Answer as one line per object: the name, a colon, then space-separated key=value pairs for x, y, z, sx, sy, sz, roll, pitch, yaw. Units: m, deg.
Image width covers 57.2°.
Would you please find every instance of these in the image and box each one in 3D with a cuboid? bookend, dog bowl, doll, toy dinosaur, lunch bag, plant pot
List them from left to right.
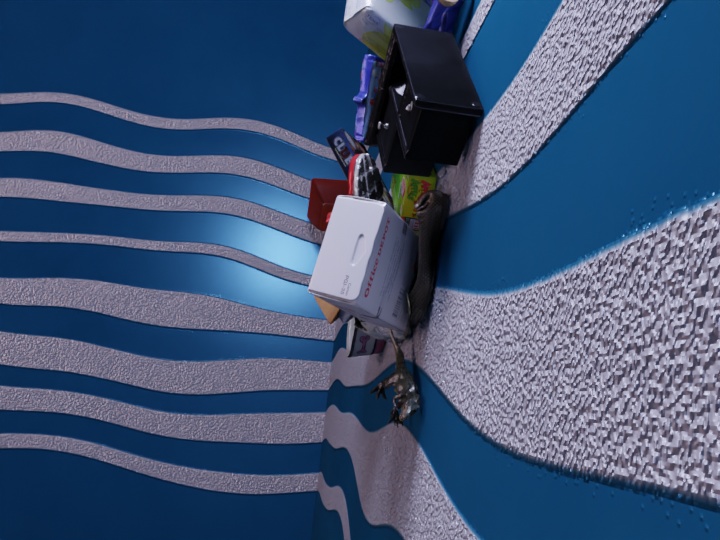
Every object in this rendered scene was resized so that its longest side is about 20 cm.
plant pot: x=-0.120 y=-0.276 z=2.936 sx=0.177 sy=0.197 sz=0.202 roll=-110 pitch=26 yaw=-55
dog bowl: x=0.018 y=0.093 z=1.443 sx=0.200 sy=0.073 sz=0.203 roll=-172 pitch=90 yaw=-86
lunch bag: x=0.037 y=-0.323 z=1.258 sx=0.199 sy=0.093 sz=0.153 roll=-19 pitch=-59 yaw=-61
toy dinosaur: x=0.055 y=0.179 z=1.013 sx=0.201 sy=0.047 sz=0.089 roll=-106 pitch=36 yaw=-58
bookend: x=0.078 y=-0.201 z=0.925 sx=0.201 sy=0.091 sz=0.200 roll=107 pitch=163 yaw=-44
doll: x=0.106 y=-0.332 z=1.004 sx=0.136 sy=0.048 sz=0.201 roll=-36 pitch=-23 yaw=-35

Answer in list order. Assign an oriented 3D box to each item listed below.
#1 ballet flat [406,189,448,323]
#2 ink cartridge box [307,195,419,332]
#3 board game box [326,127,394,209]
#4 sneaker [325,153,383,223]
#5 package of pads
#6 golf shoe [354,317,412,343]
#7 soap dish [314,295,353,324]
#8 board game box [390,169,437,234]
ballet flat: x=0.089 y=-0.019 z=0.968 sx=0.068 sy=0.046 sz=0.203 roll=-96 pitch=14 yaw=-71
ink cartridge box: x=0.018 y=-0.006 z=0.967 sx=0.200 sy=0.082 sz=0.149 roll=34 pitch=-109 yaw=-62
board game box: x=0.019 y=-0.142 z=1.161 sx=0.202 sy=0.034 sz=0.135 roll=63 pitch=-166 yaw=11
sneaker: x=-0.017 y=-0.088 z=1.045 sx=0.077 sy=0.084 sz=0.203 roll=-35 pitch=-44 yaw=-51
package of pads: x=0.061 y=-0.414 z=1.080 sx=0.068 sy=0.199 sz=0.157 roll=-17 pitch=58 yaw=42
golf shoe: x=0.037 y=0.081 z=1.132 sx=0.200 sy=0.096 sz=0.079 roll=114 pitch=164 yaw=-68
soap dish: x=0.000 y=0.000 z=1.232 sx=0.158 sy=0.081 sz=0.200 roll=-59 pitch=-9 yaw=21
board game box: x=0.089 y=-0.152 z=1.149 sx=0.201 sy=0.047 sz=0.103 roll=-93 pitch=12 yaw=-62
